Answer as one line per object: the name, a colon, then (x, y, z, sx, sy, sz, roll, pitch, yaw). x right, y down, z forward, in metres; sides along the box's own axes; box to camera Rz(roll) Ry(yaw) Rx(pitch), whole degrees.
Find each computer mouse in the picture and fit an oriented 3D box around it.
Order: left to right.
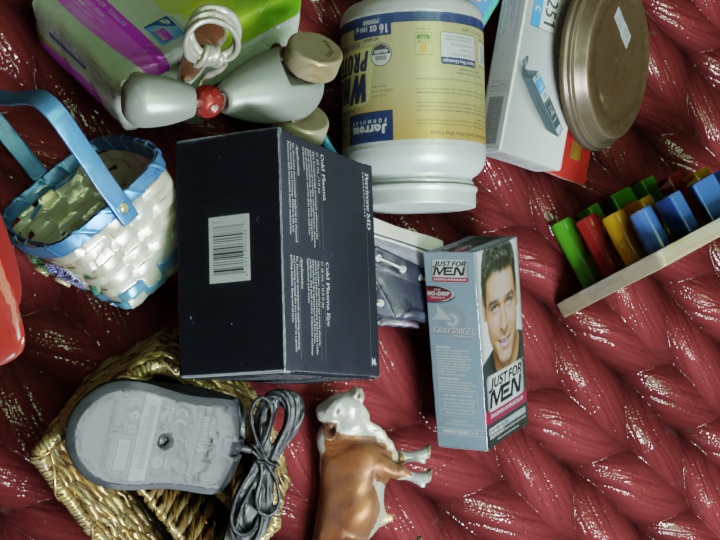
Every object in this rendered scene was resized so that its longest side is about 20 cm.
computer mouse: (-0.153, 0.142, 1.046, 0.199, 0.053, 0.139, 18, 89, -30)

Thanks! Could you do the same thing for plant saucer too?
plant saucer: (0.272, -0.231, 1.403, 0.200, 0.029, 0.202, -15, 108, -54)

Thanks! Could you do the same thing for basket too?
basket: (-0.239, -0.070, 1.081, 0.139, 0.176, 0.201, -40, 117, -21)
basket: (-0.156, 0.168, 1.102, 0.142, 0.149, 0.201, -28, 105, 18)

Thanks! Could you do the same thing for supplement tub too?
supplement tub: (0.052, -0.160, 1.263, 0.144, 0.144, 0.201, 0, 87, -29)

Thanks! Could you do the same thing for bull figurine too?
bull figurine: (0.005, 0.214, 1.254, 0.121, 0.065, 0.201, 8, 93, -3)

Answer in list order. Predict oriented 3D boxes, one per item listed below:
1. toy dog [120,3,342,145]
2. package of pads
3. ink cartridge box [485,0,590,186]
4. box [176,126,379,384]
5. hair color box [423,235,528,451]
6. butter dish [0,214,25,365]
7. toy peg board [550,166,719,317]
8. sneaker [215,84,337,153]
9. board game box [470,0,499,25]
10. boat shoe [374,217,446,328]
toy dog: (-0.109, -0.166, 1.083, 0.199, 0.096, 0.132, 14, 120, -43)
package of pads: (-0.175, -0.227, 1.145, 0.199, 0.068, 0.154, -32, 58, -26)
ink cartridge box: (0.216, -0.206, 1.388, 0.175, 0.045, 0.201, 13, 86, -37)
box: (-0.068, -0.004, 1.107, 0.182, 0.104, 0.201, 14, 72, -63)
hair color box: (0.119, 0.071, 1.300, 0.099, 0.060, 0.201, -19, 107, -56)
butter dish: (-0.358, -0.011, 1.039, 0.198, 0.148, 0.201, -17, 97, 16)
toy peg board: (0.317, -0.054, 1.386, 0.199, 0.199, 0.098, -26, 84, -27)
sneaker: (-0.078, -0.164, 1.227, 0.073, 0.082, 0.201, -40, 105, -23)
board game box: (0.078, -0.361, 1.344, 0.200, 0.045, 0.153, 39, 70, -22)
boat shoe: (0.000, 0.000, 1.264, 0.199, 0.075, 0.093, 13, 74, -28)
